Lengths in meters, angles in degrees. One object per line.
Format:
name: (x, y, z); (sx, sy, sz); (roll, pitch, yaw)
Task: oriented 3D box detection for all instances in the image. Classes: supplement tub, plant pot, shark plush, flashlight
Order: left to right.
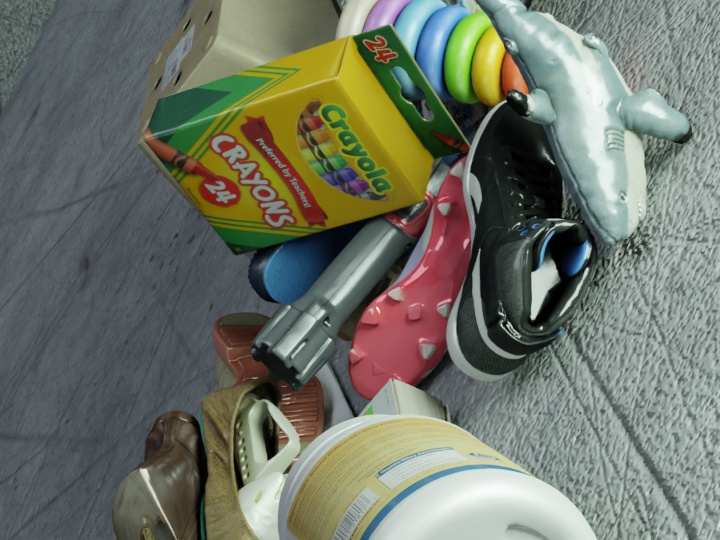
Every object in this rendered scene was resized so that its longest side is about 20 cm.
plant pot: (-0.082, -0.150, 1.833); (0.200, 0.177, 0.200); (-47, 24, 32)
flashlight: (0.000, 0.000, 1.522); (0.200, 0.068, 0.068); (-50, 36, -18)
supplement tub: (0.038, 0.162, 1.180); (0.145, 0.145, 0.200); (-61, 20, 0)
shark plush: (0.125, -0.115, 1.304); (0.091, 0.200, 0.083); (-16, 16, 49)

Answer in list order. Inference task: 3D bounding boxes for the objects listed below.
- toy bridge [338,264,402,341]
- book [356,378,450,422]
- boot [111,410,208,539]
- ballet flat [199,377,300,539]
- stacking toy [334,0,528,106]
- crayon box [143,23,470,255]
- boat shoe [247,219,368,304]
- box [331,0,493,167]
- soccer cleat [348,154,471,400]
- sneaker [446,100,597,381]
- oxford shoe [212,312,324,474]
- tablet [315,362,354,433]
toy bridge: (-0.004, 0.021, 1.636); (0.200, 0.027, 0.067); (-16, 46, 63)
book: (-0.010, 0.188, 1.405); (0.200, 0.048, 0.134); (-49, 31, 31)
boot: (-0.126, 0.204, 1.460); (0.064, 0.187, 0.200); (-14, 10, 2)
ballet flat: (-0.071, 0.147, 1.456); (0.072, 0.068, 0.200); (-35, 34, 21)
stacking toy: (0.084, -0.146, 1.474); (0.200, 0.085, 0.085); (15, 73, 27)
crayon box: (-0.037, -0.091, 1.491); (0.200, 0.127, 0.051); (-16, 38, 29)
boat shoe: (-0.021, -0.041, 1.629); (0.069, 0.084, 0.200); (15, 42, 41)
box: (0.051, -0.176, 1.582); (0.137, 0.040, 0.200); (-35, 72, 49)
soccer cleat: (0.057, 0.005, 1.484); (0.200, 0.067, 0.076); (-64, -17, 15)
sneaker: (0.117, -0.033, 1.352); (0.112, 0.073, 0.200); (-35, 41, 59)
oxford shoe: (-0.070, 0.108, 1.618); (0.200, 0.071, 0.074); (-112, 23, -59)
tablet: (-0.045, 0.154, 1.580); (0.130, 0.014, 0.200); (-57, 20, 11)
